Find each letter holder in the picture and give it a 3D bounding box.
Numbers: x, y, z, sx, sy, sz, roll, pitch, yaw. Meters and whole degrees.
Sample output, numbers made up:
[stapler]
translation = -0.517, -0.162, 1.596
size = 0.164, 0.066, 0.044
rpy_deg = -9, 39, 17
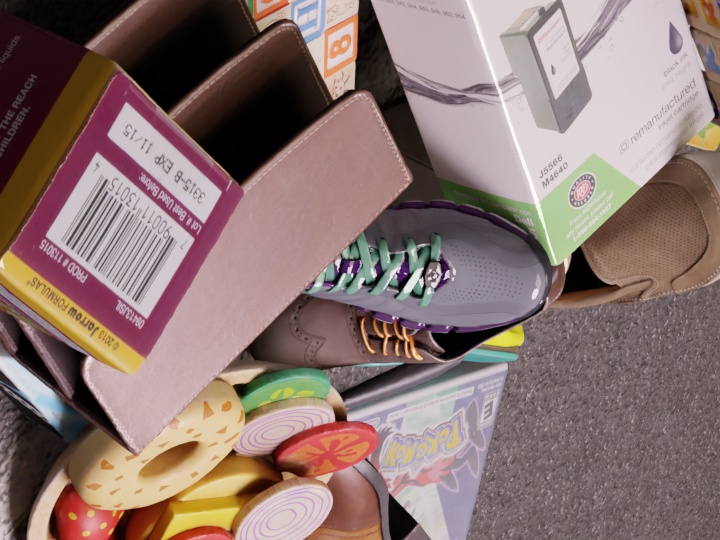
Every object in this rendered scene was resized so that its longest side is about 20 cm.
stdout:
[letter holder]
translation = -0.093, -0.039, 1.457
size = 0.200, 0.100, 0.142
rpy_deg = -45, 142, -15

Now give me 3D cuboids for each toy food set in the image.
[toy food set]
translation = -0.088, 0.120, 1.649
size = 0.197, 0.049, 0.200
rpy_deg = -4, 138, -36

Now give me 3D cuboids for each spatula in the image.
[spatula]
translation = -0.033, 0.075, 1.705
size = 0.199, 0.057, 0.021
rpy_deg = -13, 90, -16

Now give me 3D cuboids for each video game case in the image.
[video game case]
translation = 0.013, 0.156, 1.924
size = 0.200, 0.023, 0.183
rpy_deg = -16, 124, -52

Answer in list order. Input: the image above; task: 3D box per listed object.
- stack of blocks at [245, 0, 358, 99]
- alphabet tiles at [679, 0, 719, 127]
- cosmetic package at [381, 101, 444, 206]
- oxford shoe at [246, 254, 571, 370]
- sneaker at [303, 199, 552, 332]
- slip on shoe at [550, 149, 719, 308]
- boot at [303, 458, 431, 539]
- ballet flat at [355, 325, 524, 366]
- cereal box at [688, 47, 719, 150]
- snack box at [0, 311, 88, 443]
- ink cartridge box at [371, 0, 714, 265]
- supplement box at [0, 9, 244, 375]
[stack of blocks]
translation = -0.058, -0.160, 1.558
size = 0.115, 0.058, 0.201
rpy_deg = -33, 137, -41
[alphabet tiles]
translation = 0.174, -0.161, 1.636
size = 0.008, 0.167, 0.201
rpy_deg = -27, 108, -6
[cosmetic package]
translation = 0.078, -0.054, 1.809
size = 0.200, 0.087, 0.104
rpy_deg = -27, 134, -45
[oxford shoe]
translation = 0.020, 0.021, 1.694
size = 0.071, 0.199, 0.073
rpy_deg = 61, 20, -24
[sneaker]
translation = 0.000, 0.000, 1.612
size = 0.088, 0.199, 0.075
rpy_deg = -46, 145, -68
[slip on shoe]
translation = 0.156, -0.017, 1.724
size = 0.060, 0.200, 0.076
rpy_deg = -23, 92, -25
[boot]
translation = -0.069, 0.183, 1.794
size = 0.200, 0.068, 0.188
rpy_deg = -42, 140, -6
[ballet flat]
translation = 0.040, 0.024, 1.845
size = 0.200, 0.067, 0.067
rpy_deg = 1, 90, -59
[cereal box]
translation = 0.196, -0.179, 1.782
size = 0.144, 0.039, 0.201
rpy_deg = 13, 101, -47
[snack box]
translation = -0.165, -0.007, 1.526
size = 0.116, 0.037, 0.200
rpy_deg = -55, 148, -14
[ink cartridge box]
translation = 0.096, -0.129, 1.627
size = 0.145, 0.084, 0.201
rpy_deg = -42, 130, -26
[supplement box]
translation = -0.173, -0.054, 1.324
size = 0.104, 0.199, 0.131
rpy_deg = -60, 149, -9
